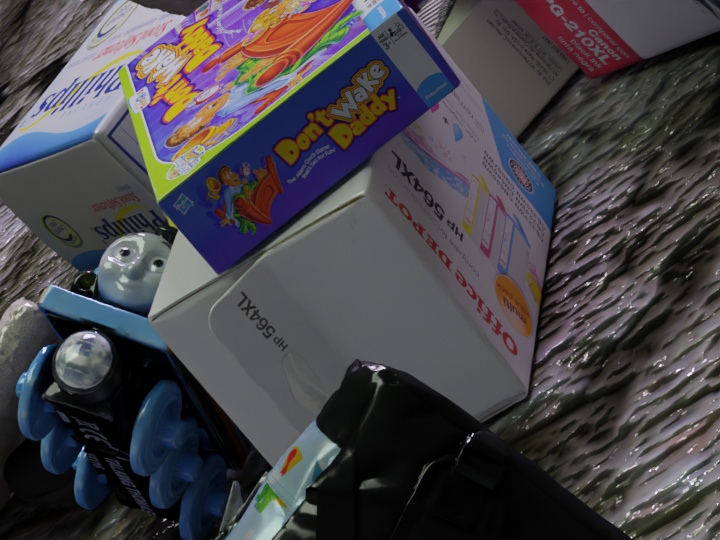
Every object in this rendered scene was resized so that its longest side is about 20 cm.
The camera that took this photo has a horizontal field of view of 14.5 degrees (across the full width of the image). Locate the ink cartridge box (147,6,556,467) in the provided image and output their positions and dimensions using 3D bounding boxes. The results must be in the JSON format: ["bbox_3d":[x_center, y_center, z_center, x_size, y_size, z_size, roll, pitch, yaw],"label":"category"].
[{"bbox_3d":[0.000,0.000,1.291,0.125,0.129,0.200,-30,24,24],"label":"ink cartridge box"}]

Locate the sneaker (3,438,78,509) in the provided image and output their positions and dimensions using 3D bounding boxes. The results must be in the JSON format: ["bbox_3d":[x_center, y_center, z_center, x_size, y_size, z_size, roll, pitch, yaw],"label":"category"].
[{"bbox_3d":[-0.133,0.053,1.538,0.200,0.091,0.076,-39,21,24],"label":"sneaker"}]

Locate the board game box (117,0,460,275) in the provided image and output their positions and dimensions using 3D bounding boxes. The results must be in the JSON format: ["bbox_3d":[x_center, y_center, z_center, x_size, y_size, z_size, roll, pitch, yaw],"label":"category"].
[{"bbox_3d":[-0.037,-0.087,1.284,0.134,0.045,0.200,-38,22,5],"label":"board game box"}]

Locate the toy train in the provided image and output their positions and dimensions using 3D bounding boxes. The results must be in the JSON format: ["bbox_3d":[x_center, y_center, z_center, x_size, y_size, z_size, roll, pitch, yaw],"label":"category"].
[{"bbox_3d":[-0.101,0.053,1.352,0.200,0.086,0.115,68,-139,-66],"label":"toy train"}]

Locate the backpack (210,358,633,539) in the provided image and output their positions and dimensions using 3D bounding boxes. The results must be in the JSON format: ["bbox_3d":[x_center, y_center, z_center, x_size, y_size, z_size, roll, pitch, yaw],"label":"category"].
[{"bbox_3d":[-0.002,0.152,0.982,0.200,0.163,0.154,-56,11,-8],"label":"backpack"}]

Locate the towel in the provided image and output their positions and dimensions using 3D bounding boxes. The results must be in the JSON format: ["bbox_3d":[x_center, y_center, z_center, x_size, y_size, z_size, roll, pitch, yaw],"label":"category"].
[{"bbox_3d":[-0.202,0.080,1.584,0.133,0.034,0.200,-60,-5,-4],"label":"towel"}]

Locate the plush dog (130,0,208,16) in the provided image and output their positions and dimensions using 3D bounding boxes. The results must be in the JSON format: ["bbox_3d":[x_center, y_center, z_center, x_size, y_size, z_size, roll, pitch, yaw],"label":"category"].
[{"bbox_3d":[-0.035,-0.167,1.503,0.160,0.201,0.172,-7,37,22],"label":"plush dog"}]

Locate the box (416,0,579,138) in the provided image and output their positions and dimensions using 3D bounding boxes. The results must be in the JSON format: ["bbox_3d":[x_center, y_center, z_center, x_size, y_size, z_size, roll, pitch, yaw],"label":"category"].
[{"bbox_3d":[0.025,-0.067,1.478,0.200,0.068,0.082,-49,17,-9],"label":"box"}]

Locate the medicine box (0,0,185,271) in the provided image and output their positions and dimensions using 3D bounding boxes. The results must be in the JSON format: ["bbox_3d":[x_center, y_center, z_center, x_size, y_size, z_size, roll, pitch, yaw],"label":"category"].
[{"bbox_3d":[-0.122,-0.111,1.834,0.200,0.103,0.182,-54,20,-25],"label":"medicine box"}]

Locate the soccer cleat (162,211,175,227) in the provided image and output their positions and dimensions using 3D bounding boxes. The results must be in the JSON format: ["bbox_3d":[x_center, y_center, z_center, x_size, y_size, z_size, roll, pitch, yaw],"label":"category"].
[{"bbox_3d":[-0.068,-0.024,1.632,0.200,0.064,0.084,-142,66,-67],"label":"soccer cleat"}]

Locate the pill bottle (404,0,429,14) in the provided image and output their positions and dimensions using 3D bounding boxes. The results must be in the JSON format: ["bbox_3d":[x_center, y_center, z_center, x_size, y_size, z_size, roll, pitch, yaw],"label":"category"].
[{"bbox_3d":[0.024,-0.178,1.640,0.200,0.111,0.112,-39,20,22],"label":"pill bottle"}]

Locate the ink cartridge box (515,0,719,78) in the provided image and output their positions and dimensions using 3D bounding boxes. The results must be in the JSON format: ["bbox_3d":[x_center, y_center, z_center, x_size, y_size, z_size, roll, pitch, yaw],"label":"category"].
[{"bbox_3d":[0.179,-0.190,1.373,0.200,0.084,0.145,-17,34,56],"label":"ink cartridge box"}]
